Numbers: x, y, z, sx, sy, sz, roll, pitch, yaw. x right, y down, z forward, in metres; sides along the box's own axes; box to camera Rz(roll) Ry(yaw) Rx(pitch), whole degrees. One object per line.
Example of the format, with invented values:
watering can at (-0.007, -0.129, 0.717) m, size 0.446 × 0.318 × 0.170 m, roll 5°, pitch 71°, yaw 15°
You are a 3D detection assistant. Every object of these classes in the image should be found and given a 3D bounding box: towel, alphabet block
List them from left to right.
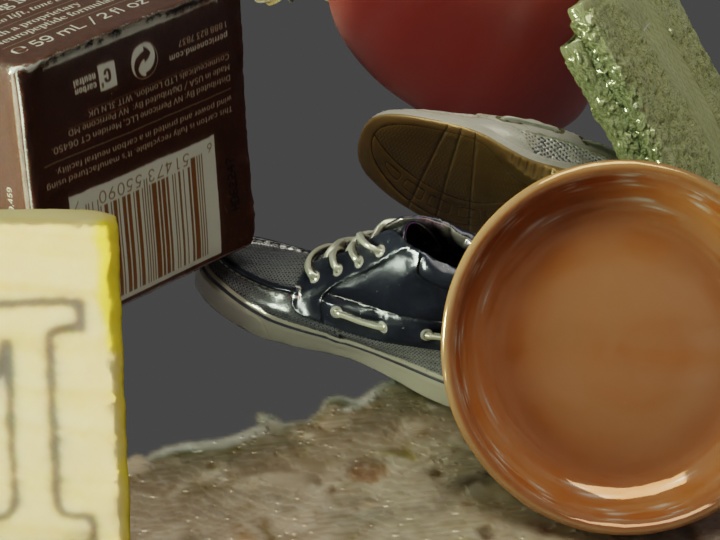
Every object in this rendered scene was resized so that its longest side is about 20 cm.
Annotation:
alphabet block at (-0.209, 0.095, 1.078) m, size 0.199 × 0.195 × 0.197 m, roll 0°, pitch 67°, yaw -10°
towel at (0.194, -0.096, 1.518) m, size 0.036 × 0.200 × 0.148 m, roll -21°, pitch 15°, yaw 32°

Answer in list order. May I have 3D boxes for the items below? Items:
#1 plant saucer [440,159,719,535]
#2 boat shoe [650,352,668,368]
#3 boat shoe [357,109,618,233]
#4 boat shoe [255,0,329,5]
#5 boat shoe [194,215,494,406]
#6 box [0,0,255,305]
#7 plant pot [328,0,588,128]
plant saucer at (0.141, 0.041, 1.321) m, size 0.199 × 0.201 × 0.037 m, roll 6°, pitch -4°, yaw -4°
boat shoe at (0.133, 0.017, 1.425) m, size 0.072 × 0.073 × 0.200 m, roll -10°, pitch 39°, yaw -28°
boat shoe at (0.096, -0.064, 1.543) m, size 0.199 × 0.071 × 0.069 m, roll 17°, pitch 33°, yaw -5°
boat shoe at (-0.060, -0.218, 1.741) m, size 0.200 × 0.071 × 0.065 m, roll 27°, pitch 72°, yaw 12°
boat shoe at (0.000, 0.000, 1.402) m, size 0.199 × 0.093 × 0.075 m, roll 20°, pitch 36°, yaw 15°
box at (-0.188, -0.086, 1.388) m, size 0.200 × 0.165 × 0.166 m, roll 21°, pitch 35°, yaw 38°
plant pot at (0.099, -0.218, 1.622) m, size 0.200 × 0.178 × 0.201 m, roll 14°, pitch 46°, yaw -15°
